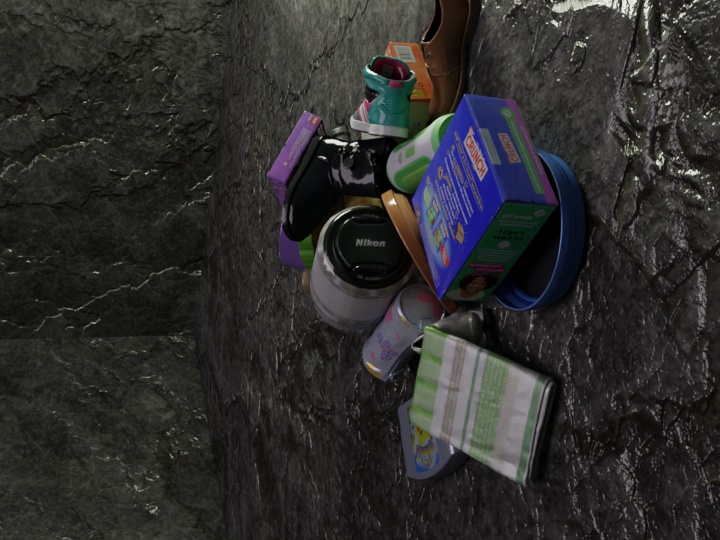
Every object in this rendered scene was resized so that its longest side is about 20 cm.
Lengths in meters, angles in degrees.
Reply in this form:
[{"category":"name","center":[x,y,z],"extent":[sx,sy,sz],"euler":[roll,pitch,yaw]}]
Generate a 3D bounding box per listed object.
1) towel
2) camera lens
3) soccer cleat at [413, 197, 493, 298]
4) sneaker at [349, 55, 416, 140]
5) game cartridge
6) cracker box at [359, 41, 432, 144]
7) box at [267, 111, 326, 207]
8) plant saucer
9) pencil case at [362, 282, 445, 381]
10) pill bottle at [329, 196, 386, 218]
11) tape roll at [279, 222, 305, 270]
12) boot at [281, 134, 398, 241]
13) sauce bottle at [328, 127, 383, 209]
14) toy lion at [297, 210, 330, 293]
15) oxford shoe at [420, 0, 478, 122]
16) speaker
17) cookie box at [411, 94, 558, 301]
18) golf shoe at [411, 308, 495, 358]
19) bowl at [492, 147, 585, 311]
[{"category":"towel","center":[0.153,0.169,1.045],"extent":[0.200,0.031,0.150],"euler":[24,111,41]},{"category":"camera lens","center":[0.000,0.000,1.341],"extent":[0.200,0.159,0.160],"euler":[110,154,-63]},{"category":"soccer cleat","center":[0.142,-0.039,1.158],"extent":[0.200,0.069,0.085],"euler":[60,-171,26]},{"category":"sneaker","center":[0.032,-0.274,1.272],"extent":[0.200,0.083,0.121],"euler":[-138,55,-69]},{"category":"game cartridge","center":[0.112,0.257,1.270],"extent":[0.200,0.040,0.134],"euler":[127,135,-60]},{"category":"cracker box","center":[0.058,-0.270,1.391],"extent":[0.200,0.058,0.134],"euler":[117,145,-52]},{"category":"box","center":[-0.103,-0.182,1.479],"extent":[0.137,0.039,0.200],"euler":[-62,-13,-13]},{"category":"plant saucer","center":[0.094,-0.032,1.179],"extent":[0.201,0.032,0.200],"euler":[57,-171,-14]},{"category":"pencil case","center":[0.068,0.104,1.321],"extent":[0.200,0.083,0.091],"euler":[119,164,-52]},{"category":"pill bottle","center":[-0.006,-0.125,1.503],"extent":[0.106,0.106,0.201],"euler":[130,137,-61]},{"category":"tape roll","center":[-0.100,-0.099,1.676],"extent":[0.200,0.065,0.201],"euler":[15,-90,-78]},{"category":"boot","center":[-0.031,-0.135,1.342],"extent":[0.168,0.076,0.201],"euler":[11,75,37]},{"category":"sauce bottle","center":[-0.014,-0.162,1.425],"extent":[0.066,0.066,0.200],"euler":[118,139,-52]},{"category":"toy lion","center":[-0.076,-0.069,1.516],"extent":[0.200,0.068,0.192],"euler":[-74,-21,-54]},{"category":"oxford shoe","center":[0.119,-0.314,1.208],"extent":[0.071,0.071,0.201],"euler":[-131,43,-59]},{"category":"speaker","center":[0.108,-0.171,1.211],"extent":[0.200,0.088,0.089],"euler":[162,107,-70]},{"category":"cookie box","center":[0.145,-0.085,1.003],"extent":[0.200,0.075,0.172],"euler":[116,149,-51]},{"category":"golf shoe","center":[0.112,0.106,1.181],"extent":[0.200,0.097,0.079],"euler":[124,140,-59]},{"category":"bowl","center":[0.208,-0.051,0.996],"extent":[0.201,0.039,0.201],"euler":[180,90,-70]}]
